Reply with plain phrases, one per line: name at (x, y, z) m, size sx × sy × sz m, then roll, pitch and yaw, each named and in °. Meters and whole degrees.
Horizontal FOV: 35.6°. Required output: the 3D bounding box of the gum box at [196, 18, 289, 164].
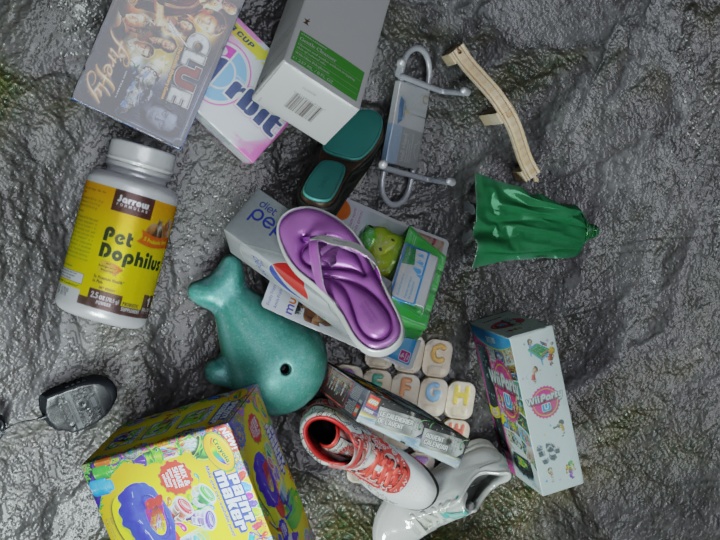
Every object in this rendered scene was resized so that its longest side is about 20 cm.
gum box at (-0.160, -0.228, 1.323) m, size 0.200 × 0.066 × 0.114 m, roll 43°, pitch 83°, yaw -15°

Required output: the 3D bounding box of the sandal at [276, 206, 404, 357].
sandal at (-0.017, 0.000, 1.222) m, size 0.082 × 0.050 × 0.203 m, roll -35°, pitch 71°, yaw -14°

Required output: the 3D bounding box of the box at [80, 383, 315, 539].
box at (-0.182, 0.266, 1.289) m, size 0.190 × 0.122 × 0.203 m, roll -18°, pitch 100°, yaw 15°

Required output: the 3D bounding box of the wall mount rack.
wall mount rack at (0.062, -0.177, 1.357) m, size 0.172 × 0.074 × 0.204 m, roll 7°, pitch 93°, yaw -52°

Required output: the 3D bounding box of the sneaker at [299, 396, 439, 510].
sneaker at (0.008, 0.233, 1.357) m, size 0.200 × 0.108 × 0.068 m, roll 38°, pitch 95°, yaw 1°

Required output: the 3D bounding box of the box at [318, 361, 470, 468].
box at (0.033, 0.167, 1.326) m, size 0.135 × 0.200 × 0.040 m, roll 27°, pitch 87°, yaw -16°

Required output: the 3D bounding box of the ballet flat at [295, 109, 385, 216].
ballet flat at (-0.029, -0.118, 1.354) m, size 0.067 × 0.069 × 0.201 m, roll 22°, pitch 46°, yaw 13°

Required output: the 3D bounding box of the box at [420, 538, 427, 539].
box at (0.046, 0.466, 1.418) m, size 0.198 × 0.104 × 0.150 m, roll -30°, pitch 102°, yaw -11°

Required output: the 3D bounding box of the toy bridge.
toy bridge at (0.174, -0.197, 1.423) m, size 0.027 × 0.067 × 0.202 m, roll -36°, pitch 102°, yaw -10°

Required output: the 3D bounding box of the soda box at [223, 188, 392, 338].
soda box at (-0.060, -0.005, 1.287) m, size 0.199 × 0.064 × 0.069 m, roll 35°, pitch 72°, yaw 14°

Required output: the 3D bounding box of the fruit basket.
fruit basket at (0.000, 0.000, 1.355) m, size 0.198 × 0.094 × 0.188 m, roll 26°, pitch 60°, yaw -11°

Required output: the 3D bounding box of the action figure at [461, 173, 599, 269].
action figure at (0.227, -0.056, 1.456) m, size 0.196 × 0.055 × 0.121 m, roll 4°, pitch 92°, yaw -23°

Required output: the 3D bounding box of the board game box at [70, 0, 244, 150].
board game box at (-0.222, -0.255, 1.252) m, size 0.134 × 0.035 × 0.203 m, roll 23°, pitch 89°, yaw -15°

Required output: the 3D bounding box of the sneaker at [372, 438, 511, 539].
sneaker at (0.104, 0.295, 1.423) m, size 0.199 × 0.088 × 0.076 m, roll -38°, pitch 117°, yaw -5°

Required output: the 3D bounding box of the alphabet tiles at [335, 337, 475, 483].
alphabet tiles at (0.052, 0.181, 1.444) m, size 0.196 × 0.015 × 0.200 m, roll 10°, pitch 91°, yaw -16°

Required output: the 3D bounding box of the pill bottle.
pill bottle at (-0.273, -0.043, 1.283) m, size 0.107 × 0.109 × 0.204 m, roll 15°, pitch 90°, yaw -16°

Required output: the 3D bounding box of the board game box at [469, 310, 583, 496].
board game box at (0.210, 0.163, 1.420) m, size 0.063 × 0.147 × 0.204 m, roll -14°, pitch 98°, yaw -12°

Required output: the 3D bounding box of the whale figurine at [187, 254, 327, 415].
whale figurine at (-0.121, 0.081, 1.339) m, size 0.158 × 0.104 × 0.202 m, roll -36°, pitch 105°, yaw -10°

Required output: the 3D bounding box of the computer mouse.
computer mouse at (-0.381, 0.170, 1.314) m, size 0.197 × 0.034 × 0.060 m, roll -18°, pitch 115°, yaw -9°

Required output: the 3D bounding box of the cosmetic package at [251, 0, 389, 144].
cosmetic package at (-0.042, -0.261, 1.297) m, size 0.107 × 0.085 × 0.203 m, roll 28°, pitch 53°, yaw -20°
